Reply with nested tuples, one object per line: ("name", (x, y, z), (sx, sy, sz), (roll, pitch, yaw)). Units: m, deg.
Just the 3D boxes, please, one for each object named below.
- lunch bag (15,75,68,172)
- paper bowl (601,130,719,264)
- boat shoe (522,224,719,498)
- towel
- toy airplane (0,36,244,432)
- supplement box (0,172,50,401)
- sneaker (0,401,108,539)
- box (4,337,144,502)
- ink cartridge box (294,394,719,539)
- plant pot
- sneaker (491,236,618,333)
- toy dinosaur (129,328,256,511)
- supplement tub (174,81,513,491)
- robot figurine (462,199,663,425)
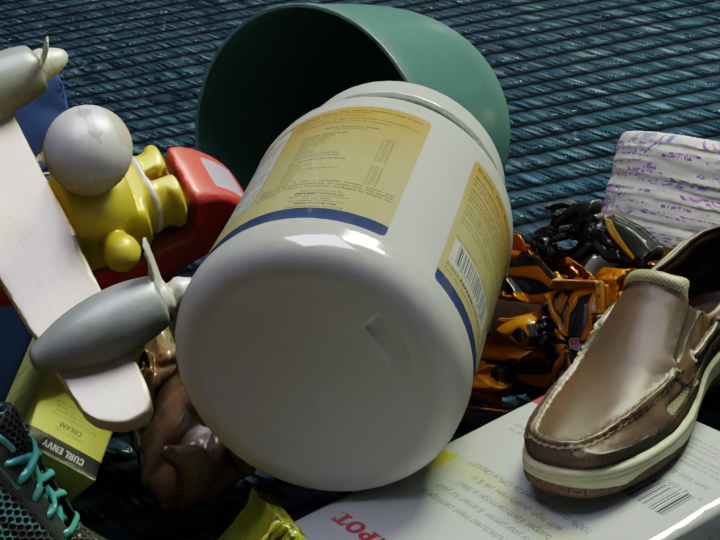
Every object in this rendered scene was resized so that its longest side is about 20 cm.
("lunch bag", (-0.288, -0.070, 1.322), (0.131, 0.137, 0.200), (2, 26, 19))
("paper bowl", (0.236, -0.009, 1.016), (0.199, 0.105, 0.201), (13, 2, 0))
("boat shoe", (0.137, 0.034, 0.852), (0.074, 0.075, 0.202), (8, 28, 34))
("towel", (-0.066, 0.141, 0.812), (0.086, 0.018, 0.200), (-46, 3, -6))
("toy airplane", (-0.164, -0.028, 0.897), (0.199, 0.142, 0.200), (27, 43, -2))
("supplement box", (-0.293, 0.020, 1.063), (0.198, 0.135, 0.200), (-2, 8, 26))
("sneaker", (-0.184, 0.113, 0.886), (0.199, 0.092, 0.078), (27, 15, -11))
("box", (-0.157, 0.042, 1.005), (0.075, 0.050, 0.201), (-40, 26, 44))
("ink cartridge box", (0.085, 0.141, 0.832), (0.199, 0.084, 0.145), (-23, 28, -27))
("plant pot", (0.012, -0.092, 1.220), (0.199, 0.202, 0.160), (11, 18, 35))
("sneaker", (0.077, 0.014, 1.102), (0.198, 0.081, 0.074), (-2, 28, 16))
("toy dinosaur", (-0.092, 0.087, 0.960), (0.135, 0.086, 0.200), (-33, 16, 19))
("supplement tub", (0.000, 0.000, 0.885), (0.143, 0.145, 0.200), (-1, 29, 15))
("robot figurine", (0.093, 0.032, 0.995), (0.058, 0.146, 0.199), (-13, 12, -41))
